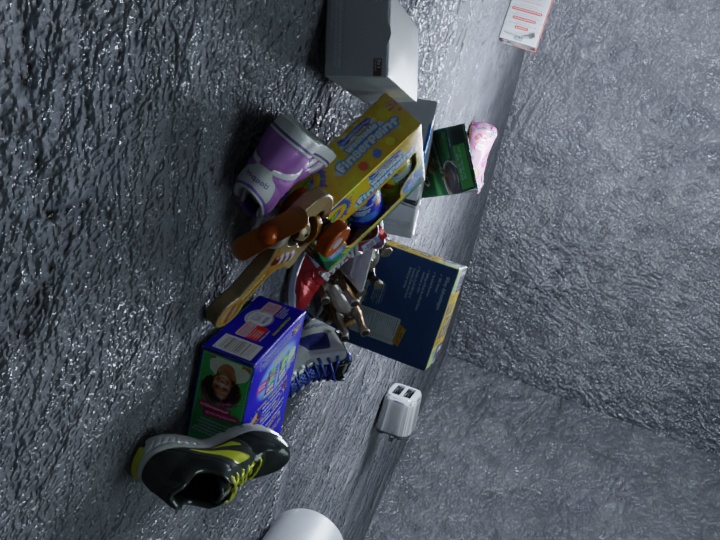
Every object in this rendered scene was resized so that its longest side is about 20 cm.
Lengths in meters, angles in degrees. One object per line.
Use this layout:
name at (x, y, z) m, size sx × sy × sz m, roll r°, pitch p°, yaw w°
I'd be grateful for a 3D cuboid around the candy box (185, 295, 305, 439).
candy box at (-0.148, 0.158, 1.084) m, size 0.169 × 0.076 × 0.202 m, roll -47°, pitch 152°, yaw -64°

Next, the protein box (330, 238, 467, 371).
protein box at (0.072, 0.056, 1.610) m, size 0.135 × 0.198 × 0.200 m, roll -9°, pitch 118°, yaw -77°

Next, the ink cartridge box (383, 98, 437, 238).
ink cartridge box at (0.074, -0.180, 1.492) m, size 0.201 × 0.083 × 0.145 m, roll 96°, pitch 8°, yaw -46°

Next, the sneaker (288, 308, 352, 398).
sneaker at (-0.078, 0.140, 1.278) m, size 0.200 × 0.114 × 0.081 m, roll -58°, pitch 162°, yaw -46°

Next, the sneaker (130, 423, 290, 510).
sneaker at (-0.155, 0.229, 0.954) m, size 0.199 × 0.085 × 0.075 m, roll 1°, pitch 117°, yaw -41°

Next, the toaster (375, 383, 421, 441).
toaster at (0.118, 0.430, 2.612) m, size 0.200 × 0.113 × 0.130 m, roll -24°, pitch 128°, yaw -71°

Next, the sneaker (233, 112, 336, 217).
sneaker at (-0.094, -0.116, 0.973) m, size 0.115 × 0.072 × 0.200 m, roll -53°, pitch 175°, yaw 8°

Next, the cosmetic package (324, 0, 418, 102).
cosmetic package at (0.019, -0.281, 1.093) m, size 0.200 × 0.089 × 0.108 m, roll -1°, pitch 93°, yaw -74°

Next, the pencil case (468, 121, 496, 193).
pencil case at (0.337, -0.329, 2.487) m, size 0.087 × 0.087 × 0.202 m, roll -47°, pitch 152°, yaw -62°

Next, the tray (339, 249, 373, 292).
tray at (-0.004, -0.078, 1.323) m, size 0.022 × 0.107 × 0.202 m, roll 1°, pitch 116°, yaw -29°

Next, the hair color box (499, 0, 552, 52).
hair color box at (0.479, -0.739, 2.428) m, size 0.064 × 0.110 × 0.202 m, roll 3°, pitch 107°, yaw -77°

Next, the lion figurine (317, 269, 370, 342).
lion figurine at (-0.039, 0.037, 1.384) m, size 0.201 × 0.072 × 0.123 m, roll 80°, pitch -10°, yaw -50°

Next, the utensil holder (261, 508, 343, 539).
utensil holder at (-0.132, 0.563, 1.578) m, size 0.200 × 0.169 × 0.171 m, roll -51°, pitch 157°, yaw -66°

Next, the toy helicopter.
toy helicopter at (-0.104, -0.015, 0.971) m, size 0.200 × 0.079 × 0.132 m, roll -48°, pitch 169°, yaw -3°

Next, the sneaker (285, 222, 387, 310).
sneaker at (-0.030, -0.022, 1.245) m, size 0.071 × 0.112 × 0.202 m, roll 45°, pitch 64°, yaw -76°

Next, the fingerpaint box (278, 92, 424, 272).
fingerpaint box at (-0.006, -0.111, 1.141) m, size 0.200 × 0.073 × 0.167 m, roll -44°, pitch 162°, yaw -10°

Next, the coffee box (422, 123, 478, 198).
coffee box at (0.143, -0.197, 1.574) m, size 0.200 × 0.044 × 0.124 m, roll -171°, pitch -113°, yaw -69°

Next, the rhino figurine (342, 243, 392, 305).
rhino figurine at (0.000, 0.000, 1.473) m, size 0.059 × 0.088 × 0.201 m, roll -11°, pitch 143°, yaw -23°
